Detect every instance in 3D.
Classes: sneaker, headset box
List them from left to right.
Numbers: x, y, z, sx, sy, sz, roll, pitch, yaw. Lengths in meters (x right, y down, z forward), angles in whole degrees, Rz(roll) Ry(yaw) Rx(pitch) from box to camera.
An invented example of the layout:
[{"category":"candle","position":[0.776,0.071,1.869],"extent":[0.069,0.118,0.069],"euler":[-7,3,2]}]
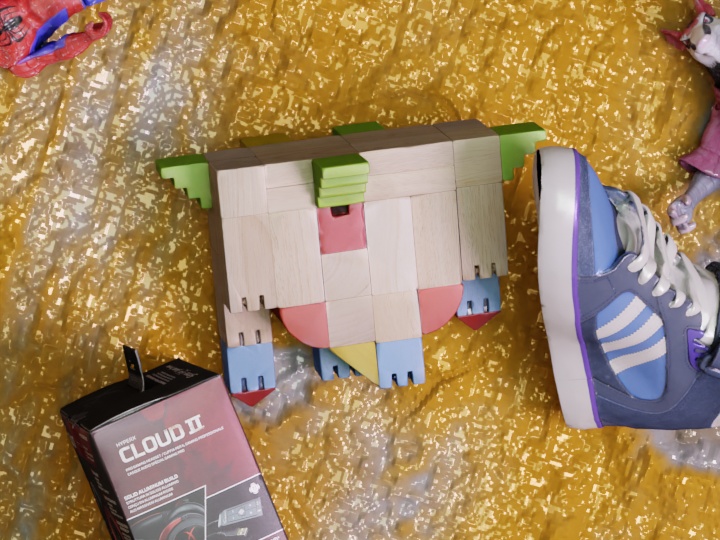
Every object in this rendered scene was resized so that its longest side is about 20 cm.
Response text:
[{"category":"headset box","position":[-0.084,0.133,1.405],"extent":[0.075,0.149,0.201],"euler":[-23,95,-10]},{"category":"sneaker","position":[0.168,0.006,1.435],"extent":[0.145,0.081,0.201],"euler":[-6,136,7]}]

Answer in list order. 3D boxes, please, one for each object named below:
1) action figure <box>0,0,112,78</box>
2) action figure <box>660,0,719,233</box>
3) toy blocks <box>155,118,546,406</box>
[{"category":"action figure","position":[-0.134,-0.157,1.416],"extent":[0.200,0.099,0.065],"euler":[-35,98,-5]},{"category":"action figure","position":[0.242,-0.076,1.485],"extent":[0.148,0.134,0.200],"euler":[-20,67,-42]},{"category":"toy blocks","position":[0.000,0.000,1.455],"extent":[0.199,0.100,0.138],"euler":[-8,105,-10]}]
